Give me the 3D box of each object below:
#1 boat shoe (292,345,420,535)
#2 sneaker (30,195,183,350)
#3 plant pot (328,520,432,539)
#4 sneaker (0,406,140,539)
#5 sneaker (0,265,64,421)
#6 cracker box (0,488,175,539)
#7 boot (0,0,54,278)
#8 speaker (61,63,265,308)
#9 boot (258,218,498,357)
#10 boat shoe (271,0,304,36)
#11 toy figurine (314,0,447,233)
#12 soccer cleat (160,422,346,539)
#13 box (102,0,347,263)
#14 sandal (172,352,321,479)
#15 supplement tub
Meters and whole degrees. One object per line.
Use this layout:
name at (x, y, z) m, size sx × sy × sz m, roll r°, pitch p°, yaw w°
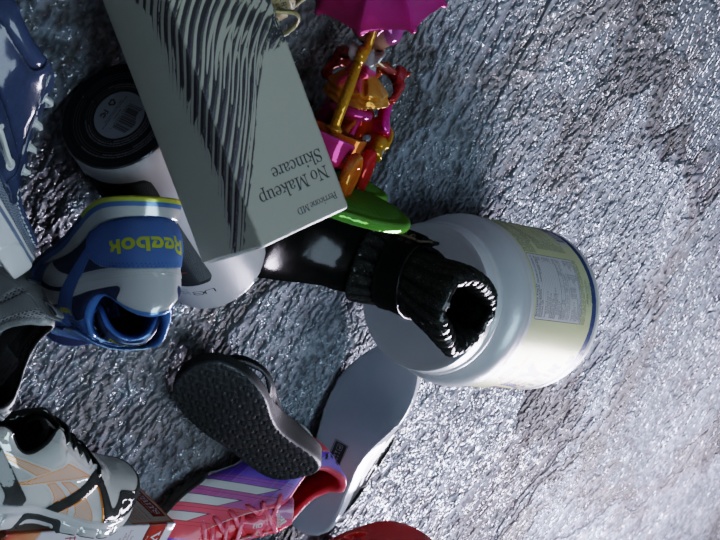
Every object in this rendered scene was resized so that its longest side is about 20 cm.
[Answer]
boat shoe at (0.001, 0.147, 1.732) m, size 0.201 × 0.070 × 0.066 m, roll -65°, pitch 166°, yaw 16°
sneaker at (-0.168, 0.020, 1.261) m, size 0.073 × 0.083 × 0.200 m, roll -3°, pitch 161°, yaw -24°
plant pot at (-0.013, 0.351, 1.796) m, size 0.182 × 0.200 × 0.202 m, roll -15°, pitch 134°, yaw -44°
sneaker at (-0.219, 0.143, 1.394) m, size 0.200 × 0.074 × 0.080 m, roll 12°, pitch 110°, yaw -59°
sneaker at (-0.266, 0.082, 1.246) m, size 0.201 × 0.082 × 0.075 m, roll -58°, pitch 151°, yaw 9°
cracker box at (-0.246, 0.233, 1.471) m, size 0.199 × 0.058 × 0.135 m, roll 5°, pitch 118°, yaw -58°
boot at (-0.213, -0.079, 1.155) m, size 0.090 × 0.073 × 0.201 m, roll -38°, pitch 148°, yaw -14°
speaker at (-0.128, -0.053, 1.303) m, size 0.081 × 0.081 × 0.200 m, roll -46°, pitch 151°, yaw -11°
boot at (0.001, -0.002, 1.465) m, size 0.210 × 0.158 × 0.080 m, roll -2°, pitch 124°, yaw -55°
boat shoe at (-0.045, -0.207, 1.269) m, size 0.200 × 0.063 × 0.073 m, roll -45°, pitch 151°, yaw -13°
toy figurine at (0.002, -0.141, 1.371) m, size 0.200 × 0.149 × 0.185 m, roll -24°, pitch 136°, yaw -77°
soccer cleat at (-0.100, 0.200, 1.630) m, size 0.199 × 0.073 × 0.069 m, roll -31°, pitch 145°, yaw -34°
box at (-0.087, -0.114, 1.188) m, size 0.082 × 0.068 × 0.201 m, roll -28°, pitch 99°, yaw -39°
sandal at (-0.093, 0.109, 1.556) m, size 0.075 × 0.048 × 0.201 m, roll -11°, pitch 147°, yaw 17°
supplement tub at (0.105, 0.028, 1.664) m, size 0.199 × 0.145 × 0.146 m, roll 7°, pitch 117°, yaw -57°
